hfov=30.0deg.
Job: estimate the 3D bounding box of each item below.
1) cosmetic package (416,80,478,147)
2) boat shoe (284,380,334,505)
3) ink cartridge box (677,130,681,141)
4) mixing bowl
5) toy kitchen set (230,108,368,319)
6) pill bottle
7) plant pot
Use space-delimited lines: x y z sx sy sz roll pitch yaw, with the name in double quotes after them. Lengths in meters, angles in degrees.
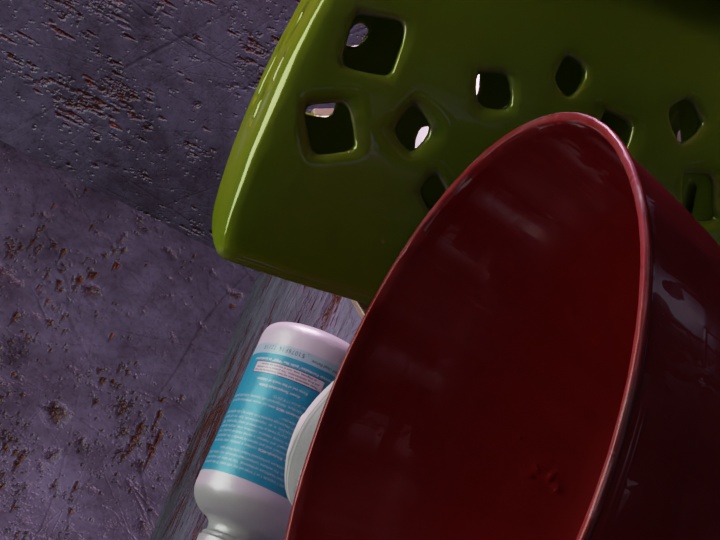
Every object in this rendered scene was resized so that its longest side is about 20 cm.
0.076 -0.110 0.925 0.106 0.085 0.201 -10 41 29 "cosmetic package"
0.004 0.113 0.940 0.200 0.072 0.069 -51 12 26 "boat shoe"
0.181 -0.099 0.532 0.161 0.049 0.203 -156 74 -83 "ink cartridge box"
0.064 0.068 0.396 0.201 0.107 0.201 -56 20 31 "mixing bowl"
0.000 0.000 1.020 0.164 0.198 0.181 59 135 30 "toy kitchen set"
-0.067 0.153 1.105 0.202 0.110 0.111 -66 7 -20 "pill bottle"
0.057 -0.080 0.560 0.200 0.196 0.184 -109 36 -78 "plant pot"
